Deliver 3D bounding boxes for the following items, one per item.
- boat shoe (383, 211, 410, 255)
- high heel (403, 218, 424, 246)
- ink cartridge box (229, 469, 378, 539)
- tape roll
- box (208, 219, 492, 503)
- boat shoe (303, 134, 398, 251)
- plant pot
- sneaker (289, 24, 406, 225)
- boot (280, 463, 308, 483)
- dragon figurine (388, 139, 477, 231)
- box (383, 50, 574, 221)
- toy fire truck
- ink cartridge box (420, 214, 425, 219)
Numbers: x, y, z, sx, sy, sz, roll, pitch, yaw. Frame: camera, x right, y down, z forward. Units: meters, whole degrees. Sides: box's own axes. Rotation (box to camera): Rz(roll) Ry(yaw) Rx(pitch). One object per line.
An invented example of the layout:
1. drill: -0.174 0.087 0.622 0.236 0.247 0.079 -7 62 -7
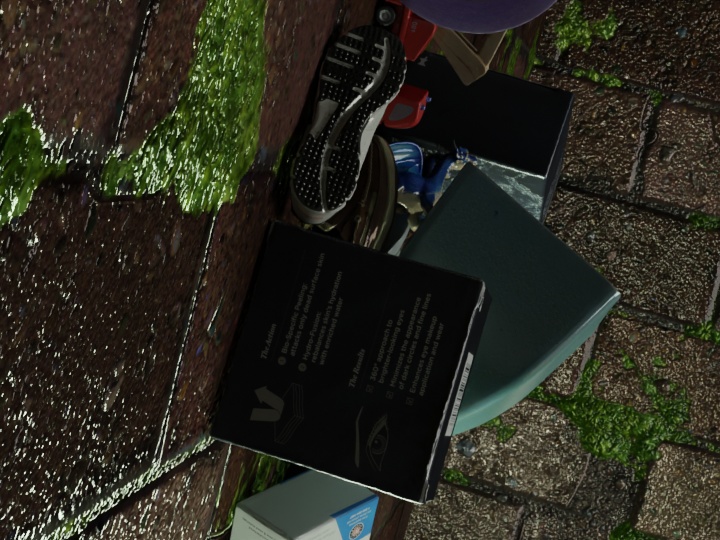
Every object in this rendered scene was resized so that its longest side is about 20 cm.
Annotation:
1. boat shoe: 0.004 0.002 1.649 0.086 0.074 0.203 79 31 -70
2. high heel: 0.102 -0.019 1.986 0.072 0.142 0.201 86 22 -65
3. ink cartridge box: -0.071 0.323 1.569 0.146 0.086 0.201 -18 126 -49
4. tape roll: 0.108 -0.318 1.326 0.085 0.199 0.201 -58 162 -57
5. box: -0.005 0.082 1.328 0.117 0.199 0.198 39 68 -79
6. boat shoe: -0.016 -0.041 1.447 0.075 0.074 0.204 19 71 -39
7. plant pot: 0.108 0.051 1.493 0.200 0.196 0.196 -46 171 -10
8. sneaker: -0.019 -0.130 1.343 0.080 0.073 0.201 123 -8 -69
9. boot: -0.058 0.283 1.740 0.168 0.076 0.201 -58 156 -48
10. dragon figurine: 0.038 -0.099 1.597 0.059 0.199 0.100 -37 -125 52
11. box: 0.136 -0.143 1.768 0.200 0.195 0.118 83 26 -67
12. toy fire truck: 0.084 -0.231 1.514 0.049 0.140 0.201 -55 159 -63
13. ink cartridge box: 0.101 -0.026 2.155 0.200 0.083 0.146 -55 159 -65
